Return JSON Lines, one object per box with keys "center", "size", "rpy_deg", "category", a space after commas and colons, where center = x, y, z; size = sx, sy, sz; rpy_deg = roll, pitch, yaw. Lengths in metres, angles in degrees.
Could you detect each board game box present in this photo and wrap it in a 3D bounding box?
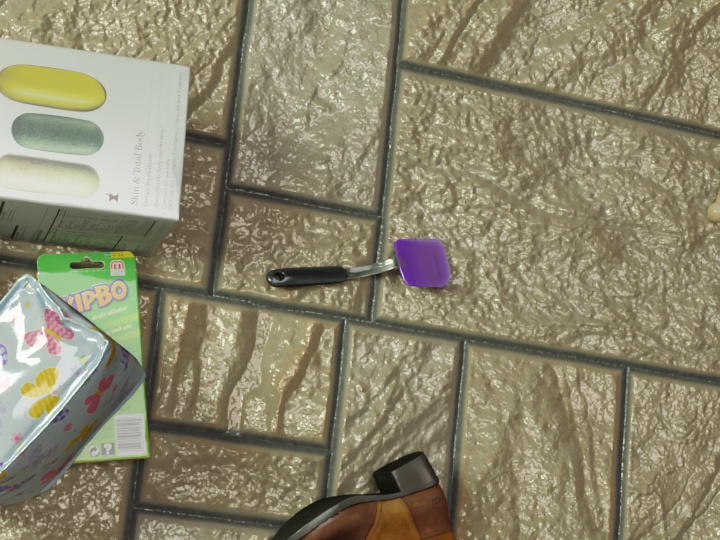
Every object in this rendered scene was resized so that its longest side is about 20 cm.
{"center": [-0.255, 0.082, 1.457], "size": [0.095, 0.030, 0.200], "rpy_deg": [-2, 81, -18], "category": "board game box"}

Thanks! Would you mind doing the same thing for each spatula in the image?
{"center": [0.000, 0.000, 1.564], "size": [0.200, 0.021, 0.057], "rpy_deg": [-7, 67, -18], "category": "spatula"}

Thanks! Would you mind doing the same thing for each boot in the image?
{"center": [0.025, 0.304, 1.494], "size": [0.188, 0.068, 0.200], "rpy_deg": [-25, 94, -29], "category": "boot"}

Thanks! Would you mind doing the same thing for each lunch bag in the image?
{"center": [-0.303, 0.119, 1.339], "size": [0.127, 0.170, 0.200], "rpy_deg": [37, 83, 11], "category": "lunch bag"}

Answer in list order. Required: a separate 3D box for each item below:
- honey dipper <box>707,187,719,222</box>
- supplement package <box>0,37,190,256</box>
{"center": [0.432, -0.144, 1.738], "size": [0.038, 0.038, 0.200], "rpy_deg": [24, 74, -12], "category": "honey dipper"}
{"center": [-0.275, -0.112, 1.428], "size": [0.200, 0.151, 0.152], "rpy_deg": [7, 76, -17], "category": "supplement package"}
